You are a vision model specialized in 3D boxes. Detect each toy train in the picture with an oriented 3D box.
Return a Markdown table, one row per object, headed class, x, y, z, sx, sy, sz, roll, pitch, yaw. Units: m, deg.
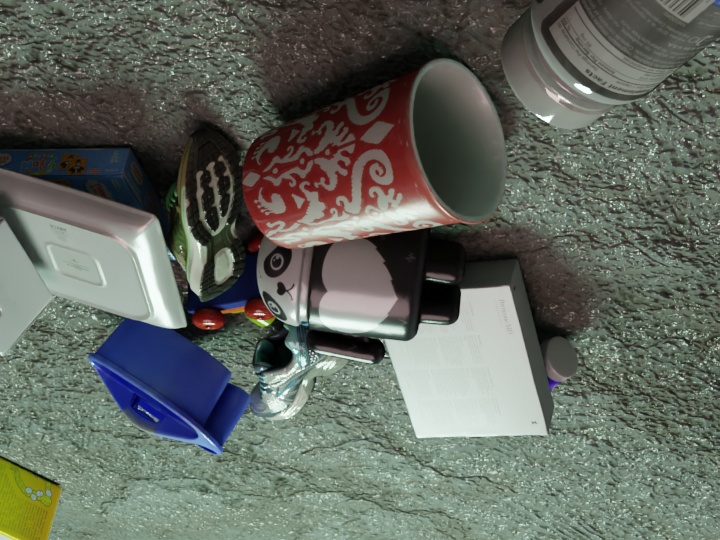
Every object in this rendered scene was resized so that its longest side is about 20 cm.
| class | x | y | z | sx | sy | sz | roll | pitch | yaw |
| --- | --- | --- | --- | --- | --- | --- | --- | --- | --- |
| toy train | -0.136 | 0.030 | 1.416 | 0.199 | 0.085 | 0.115 | -11 | 158 | 33 |

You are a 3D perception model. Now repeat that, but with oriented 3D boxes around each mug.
| class | x | y | z | sx | sy | sz | roll | pitch | yaw |
| --- | --- | --- | --- | --- | --- | --- | --- | --- | --- |
| mug | 0.018 | -0.076 | 1.136 | 0.199 | 0.134 | 0.177 | -12 | 141 | 38 |

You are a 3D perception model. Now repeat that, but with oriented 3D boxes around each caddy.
| class | x | y | z | sx | sy | sz | roll | pitch | yaw |
| --- | --- | --- | --- | --- | --- | --- | --- | --- | --- |
| caddy | -0.224 | 0.137 | 1.523 | 0.199 | 0.105 | 0.142 | 27 | 162 | 31 |

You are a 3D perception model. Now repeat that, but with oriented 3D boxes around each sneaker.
| class | x | y | z | sx | sy | sz | roll | pitch | yaw |
| --- | --- | --- | --- | --- | --- | --- | --- | --- | --- |
| sneaker | -0.165 | -0.060 | 1.275 | 0.088 | 0.077 | 0.201 | 34 | 141 | 25 |
| sneaker | -0.091 | 0.105 | 1.508 | 0.086 | 0.078 | 0.200 | 6 | 144 | -30 |

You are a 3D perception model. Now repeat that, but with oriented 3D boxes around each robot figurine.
| class | x | y | z | sx | sy | sz | roll | pitch | yaw |
| --- | --- | --- | --- | --- | --- | --- | --- | --- | --- |
| robot figurine | 0.000 | 0.002 | 1.271 | 0.198 | 0.152 | 0.125 | 8 | 163 | 3 |

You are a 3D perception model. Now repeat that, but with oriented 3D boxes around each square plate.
| class | x | y | z | sx | sy | sz | roll | pitch | yaw |
| --- | --- | --- | --- | --- | --- | --- | --- | --- | --- |
| square plate | -0.277 | -0.016 | 1.311 | 0.198 | 0.029 | 0.199 | 16 | 149 | 13 |

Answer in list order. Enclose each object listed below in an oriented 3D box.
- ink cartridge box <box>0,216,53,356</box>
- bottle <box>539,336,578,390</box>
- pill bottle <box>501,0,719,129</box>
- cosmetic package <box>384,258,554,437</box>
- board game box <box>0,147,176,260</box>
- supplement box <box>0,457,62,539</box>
| class | x | y | z | sx | sy | sz | roll | pitch | yaw |
| --- | --- | --- | --- | --- | --- | --- | --- | --- | --- |
| ink cartridge box | -0.416 | -0.023 | 1.313 | 0.199 | 0.084 | 0.146 | 29 | 156 | 26 |
| bottle | 0.159 | 0.126 | 1.491 | 0.083 | 0.066 | 0.200 | 26 | 146 | -27 |
| pill bottle | 0.189 | -0.186 | 0.914 | 0.113 | 0.115 | 0.200 | 22 | 148 | -20 |
| cosmetic package | 0.110 | 0.085 | 1.389 | 0.150 | 0.052 | 0.201 | -2 | 126 | 23 |
| board game box | -0.298 | -0.064 | 1.336 | 0.198 | 0.037 | 0.152 | 2 | 148 | 16 |
| supplement box | -0.581 | 0.354 | 2.048 | 0.108 | 0.110 | 0.200 | -18 | 139 | 39 |
